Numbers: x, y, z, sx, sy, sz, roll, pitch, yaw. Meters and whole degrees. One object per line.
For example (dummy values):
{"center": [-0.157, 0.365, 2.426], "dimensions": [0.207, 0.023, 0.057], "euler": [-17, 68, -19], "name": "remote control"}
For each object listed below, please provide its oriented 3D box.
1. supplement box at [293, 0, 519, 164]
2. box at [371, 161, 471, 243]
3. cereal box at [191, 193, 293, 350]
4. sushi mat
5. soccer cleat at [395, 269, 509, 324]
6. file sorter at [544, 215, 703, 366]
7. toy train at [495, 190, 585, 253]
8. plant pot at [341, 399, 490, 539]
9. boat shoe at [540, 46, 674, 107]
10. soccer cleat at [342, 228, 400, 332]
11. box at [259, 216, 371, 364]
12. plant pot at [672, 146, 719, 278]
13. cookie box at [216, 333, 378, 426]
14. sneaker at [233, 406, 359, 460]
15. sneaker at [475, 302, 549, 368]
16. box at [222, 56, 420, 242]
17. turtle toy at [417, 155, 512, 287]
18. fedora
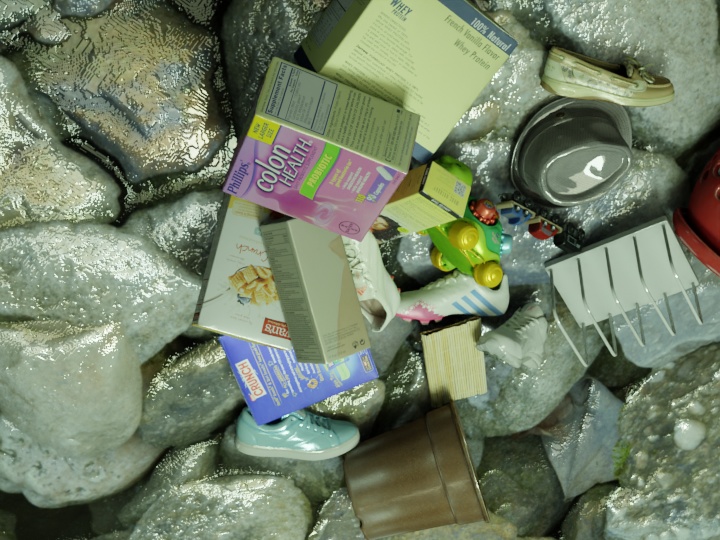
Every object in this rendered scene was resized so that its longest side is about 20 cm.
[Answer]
{"center": [0.056, -0.289, 1.447], "dimensions": [0.199, 0.134, 0.200], "euler": [31, 107, -26], "name": "supplement box"}
{"center": [0.060, -0.090, 1.527], "dimensions": [0.075, 0.200, 0.050], "euler": [30, 65, -25], "name": "box"}
{"center": [-0.142, -0.001, 1.548], "dimensions": [0.143, 0.039, 0.201], "euler": [17, 80, -23], "name": "cereal box"}
{"center": [0.148, 0.147, 1.736], "dimensions": [0.095, 0.012, 0.201], "euler": [-18, 139, -5], "name": "sushi mat"}
{"center": [0.134, 0.032, 1.682], "dimensions": [0.199, 0.070, 0.087], "euler": [0, 109, -21], "name": "soccer cleat"}
{"center": [0.402, 0.039, 1.684], "dimensions": [0.199, 0.125, 0.139], "euler": [-23, 123, 22], "name": "file sorter"}
{"center": [0.268, -0.068, 1.646], "dimensions": [0.199, 0.034, 0.046], "euler": [24, 70, -40], "name": "toy train"}
{"center": [0.083, 0.328, 1.756], "dimensions": [0.197, 0.201, 0.201], "euler": [-17, 120, 3], "name": "plant pot"}
{"center": [0.356, -0.274, 1.571], "dimensions": [0.199, 0.073, 0.063], "euler": [3, 115, -14], "name": "boat shoe"}
{"center": [0.000, 0.000, 1.570], "dimensions": [0.069, 0.078, 0.200], "euler": [-9, 129, 31], "name": "soccer cleat"}
{"center": [-0.062, 0.021, 1.514], "dimensions": [0.077, 0.095, 0.201], "euler": [-18, 98, -29], "name": "box"}
{"center": [0.584, -0.086, 1.665], "dimensions": [0.200, 0.201, 0.183], "euler": [26, 117, -25], "name": "plant pot"}
{"center": [-0.095, 0.112, 1.652], "dimensions": [0.199, 0.075, 0.172], "euler": [-21, 118, -4], "name": "cookie box"}
{"center": [-0.095, 0.243, 1.724], "dimensions": [0.199, 0.074, 0.082], "euler": [-1, 122, -15], "name": "sneaker"}
{"center": [0.239, 0.093, 1.705], "dimensions": [0.200, 0.078, 0.100], "euler": [11, 103, -66], "name": "sneaker"}
{"center": [-0.052, -0.147, 1.404], "dimensions": [0.199, 0.097, 0.176], "euler": [21, 147, -10], "name": "box"}
{"center": [0.145, -0.071, 1.596], "dimensions": [0.101, 0.146, 0.200], "euler": [-44, 122, -15], "name": "turtle toy"}
{"center": [0.321, -0.159, 1.611], "dimensions": [0.199, 0.090, 0.178], "euler": [-12, 120, -8], "name": "fedora"}
